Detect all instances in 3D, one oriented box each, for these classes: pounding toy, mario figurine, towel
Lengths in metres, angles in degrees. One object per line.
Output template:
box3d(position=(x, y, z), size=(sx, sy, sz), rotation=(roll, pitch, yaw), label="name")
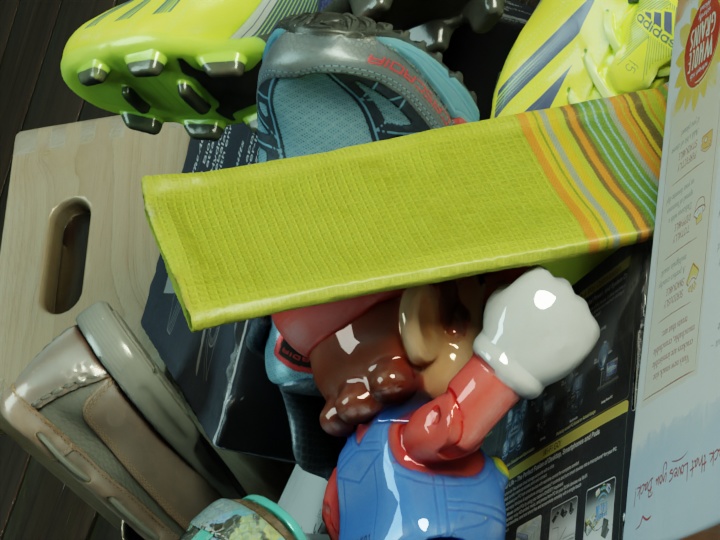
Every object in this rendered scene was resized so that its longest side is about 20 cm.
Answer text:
box3d(position=(-0.127, 0.042, 1.306), size=(0.184, 0.142, 0.200), rotation=(51, -143, -54), label="pounding toy")
box3d(position=(0.036, 0.068, 0.849), size=(0.123, 0.106, 0.200), rotation=(-12, 69, 28), label="mario figurine")
box3d(position=(0.035, -0.025, 0.832), size=(0.086, 0.200, 0.018), rotation=(-119, 21, -59), label="towel")

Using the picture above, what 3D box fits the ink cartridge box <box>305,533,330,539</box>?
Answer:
box3d(position=(-0.020, 0.234, 1.050), size=(0.176, 0.045, 0.200), rotation=(-107, 32, -41), label="ink cartridge box")

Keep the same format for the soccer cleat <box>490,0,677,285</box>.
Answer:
box3d(position=(0.093, -0.078, 0.912), size=(0.084, 0.065, 0.200), rotation=(-128, 52, -68), label="soccer cleat")

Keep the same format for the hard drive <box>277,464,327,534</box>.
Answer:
box3d(position=(-0.018, 0.171, 1.189), size=(0.200, 0.027, 0.132), rotation=(-94, 22, -48), label="hard drive")

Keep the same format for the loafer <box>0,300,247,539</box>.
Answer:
box3d(position=(-0.087, 0.094, 1.116), size=(0.072, 0.063, 0.200), rotation=(51, 173, 48), label="loafer")

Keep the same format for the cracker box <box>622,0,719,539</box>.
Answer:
box3d(position=(0.132, -0.019, 0.737), size=(0.134, 0.058, 0.200), rotation=(141, 140, -68), label="cracker box")

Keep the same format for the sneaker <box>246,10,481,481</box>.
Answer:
box3d(position=(0.000, 0.000, 0.930), size=(0.200, 0.079, 0.096), rotation=(80, -158, -45), label="sneaker")

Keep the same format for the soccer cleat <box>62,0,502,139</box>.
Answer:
box3d(position=(-0.025, -0.107, 0.972), size=(0.200, 0.065, 0.084), rotation=(-17, 57, 33), label="soccer cleat")

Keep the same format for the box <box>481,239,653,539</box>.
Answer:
box3d(position=(0.070, 0.092, 0.890), size=(0.200, 0.049, 0.161), rotation=(135, 143, -63), label="box")

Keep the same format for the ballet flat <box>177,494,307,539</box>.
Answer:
box3d(position=(-0.032, 0.167, 0.906), size=(0.074, 0.074, 0.200), rotation=(-106, -4, -60), label="ballet flat")

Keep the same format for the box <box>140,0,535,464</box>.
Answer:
box3d(position=(-0.003, -0.033, 1.120), size=(0.200, 0.117, 0.197), rotation=(-135, 59, -71), label="box")
